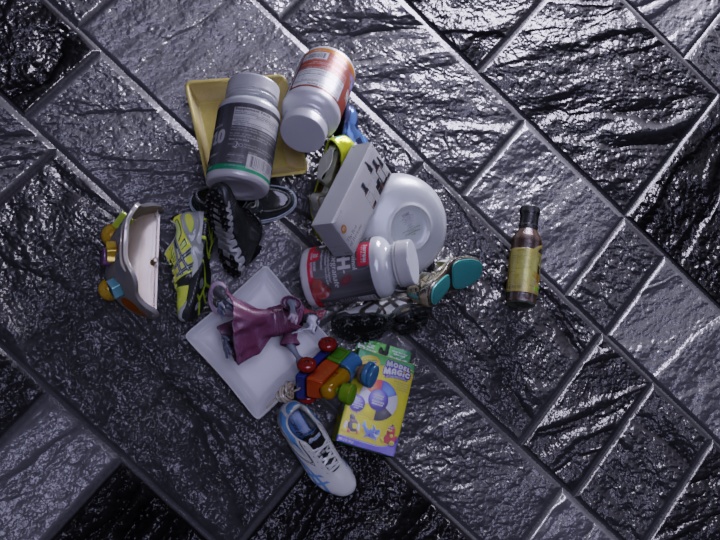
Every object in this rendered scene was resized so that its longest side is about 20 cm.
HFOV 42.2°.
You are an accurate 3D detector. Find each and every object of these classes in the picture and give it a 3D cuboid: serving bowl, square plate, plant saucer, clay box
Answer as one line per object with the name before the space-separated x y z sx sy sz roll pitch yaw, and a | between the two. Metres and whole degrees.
serving bowl | 0.080 -0.081 1.744 0.198 0.066 0.202 -2 96 -23
square plate | -0.179 0.129 1.680 0.198 0.028 0.200 -42 91 -18
plant saucer | -0.215 -0.256 1.727 0.198 0.048 0.202 -9 79 -24
clay box | 0.027 0.228 1.706 0.114 0.048 0.202 17 75 -11

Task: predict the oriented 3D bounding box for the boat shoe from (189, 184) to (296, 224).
boat shoe | -0.210 -0.124 1.701 0.198 0.071 0.073 -6 80 -16

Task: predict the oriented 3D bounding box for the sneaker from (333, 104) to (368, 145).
sneaker | -0.005 -0.215 1.777 0.081 0.074 0.202 -5 89 -14

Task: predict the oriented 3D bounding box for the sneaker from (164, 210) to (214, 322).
sneaker | -0.309 -0.007 1.660 0.076 0.075 0.202 3 74 6

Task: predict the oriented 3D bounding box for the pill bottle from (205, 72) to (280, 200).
pill bottle | -0.202 -0.235 1.637 0.112 0.113 0.202 12 70 -13

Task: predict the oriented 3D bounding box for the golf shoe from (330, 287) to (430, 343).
golf shoe | 0.028 0.076 1.726 0.198 0.078 0.095 -3 47 -27

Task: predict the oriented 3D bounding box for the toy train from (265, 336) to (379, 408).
toy train | -0.059 0.203 1.602 0.115 0.085 0.200 16 34 25

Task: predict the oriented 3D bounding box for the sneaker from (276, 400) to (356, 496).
sneaker | -0.077 0.317 1.647 0.072 0.072 0.201 -38 92 -21

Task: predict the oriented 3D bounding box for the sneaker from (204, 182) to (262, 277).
sneaker | -0.218 -0.086 1.650 0.066 0.201 0.090 28 53 32

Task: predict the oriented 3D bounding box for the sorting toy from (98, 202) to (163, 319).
sorting toy | -0.387 -0.032 1.576 0.106 0.180 0.202 3 78 -15

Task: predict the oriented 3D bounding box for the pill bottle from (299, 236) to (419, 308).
pill bottle | 0.000 0.000 1.668 0.198 0.111 0.112 -9 80 16

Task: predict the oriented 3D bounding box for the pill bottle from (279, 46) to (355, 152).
pill bottle | -0.082 -0.313 1.718 0.111 0.112 0.201 25 48 -9

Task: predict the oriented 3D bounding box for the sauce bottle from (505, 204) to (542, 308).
sauce bottle | 0.324 -0.029 1.831 0.064 0.065 0.202 11 78 -13

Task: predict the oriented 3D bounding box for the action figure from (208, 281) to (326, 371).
action figure | -0.156 0.093 1.647 0.199 0.135 0.149 -11 39 -29

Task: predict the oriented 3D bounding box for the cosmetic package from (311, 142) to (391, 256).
cosmetic package | -0.013 -0.127 1.648 0.083 0.050 0.201 51 48 -35

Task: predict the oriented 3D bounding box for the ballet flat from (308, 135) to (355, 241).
ballet flat | -0.062 -0.152 1.715 0.066 0.067 0.202 21 102 28

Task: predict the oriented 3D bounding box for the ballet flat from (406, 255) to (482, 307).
ballet flat | 0.153 0.013 1.763 0.199 0.075 0.068 -27 123 -48
